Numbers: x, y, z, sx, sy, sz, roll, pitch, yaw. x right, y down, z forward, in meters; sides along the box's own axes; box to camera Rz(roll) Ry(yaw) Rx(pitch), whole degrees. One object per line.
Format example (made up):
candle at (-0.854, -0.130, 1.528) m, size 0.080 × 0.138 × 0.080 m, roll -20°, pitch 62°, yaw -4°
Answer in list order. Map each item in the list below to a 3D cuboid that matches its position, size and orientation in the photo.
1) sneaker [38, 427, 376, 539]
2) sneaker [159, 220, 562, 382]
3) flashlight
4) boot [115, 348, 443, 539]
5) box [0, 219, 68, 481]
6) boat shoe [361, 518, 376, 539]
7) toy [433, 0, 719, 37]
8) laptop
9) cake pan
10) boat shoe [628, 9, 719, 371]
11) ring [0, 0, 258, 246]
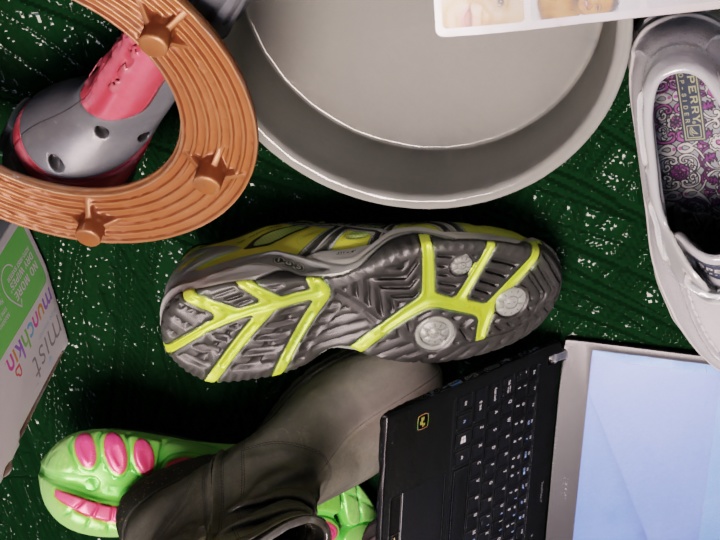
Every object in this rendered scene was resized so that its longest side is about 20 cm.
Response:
sneaker at (-0.080, 0.123, 0.957) m, size 0.199 × 0.084 × 0.077 m, roll 19°, pitch 89°, yaw -16°
sneaker at (0.000, 0.000, 0.847) m, size 0.198 × 0.077 × 0.076 m, roll -3°, pitch 123°, yaw -7°
flashlight at (-0.110, -0.090, 0.774) m, size 0.068 × 0.068 × 0.200 m, roll 35°, pitch 145°, yaw -6°
boot at (-0.030, 0.113, 0.851) m, size 0.199 × 0.131 × 0.068 m, roll -31°, pitch 107°, yaw -5°
box at (-0.268, 0.068, 0.874) m, size 0.175 × 0.201 × 0.097 m, roll -3°, pitch 124°, yaw 17°
boat shoe at (0.044, 0.208, 0.984) m, size 0.071 × 0.065 × 0.200 m, roll -12°, pitch 140°, yaw 15°
toy at (0.125, -0.152, 0.684) m, size 0.198 × 0.047 × 0.116 m, roll -5°, pitch 117°, yaw 2°
laptop at (0.110, 0.137, 0.872) m, size 0.103 × 0.199 × 0.179 m, roll 25°, pitch 122°, yaw 41°
cake pan at (0.023, -0.121, 0.771) m, size 0.198 × 0.037 × 0.202 m, roll 6°, pitch 126°, yaw 9°
boat shoe at (0.164, -0.022, 0.788) m, size 0.071 × 0.069 × 0.201 m, roll -3°, pitch 124°, yaw 15°
ring at (-0.141, -0.074, 0.742) m, size 0.199 × 0.019 × 0.201 m, roll 10°, pitch 143°, yaw 8°
